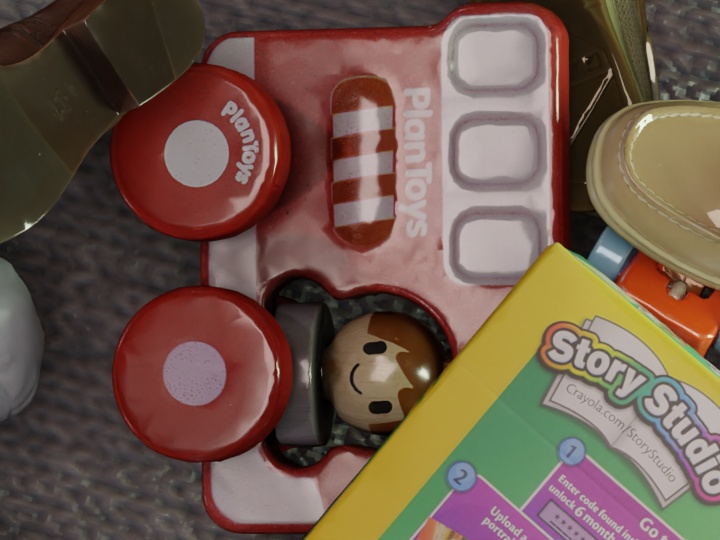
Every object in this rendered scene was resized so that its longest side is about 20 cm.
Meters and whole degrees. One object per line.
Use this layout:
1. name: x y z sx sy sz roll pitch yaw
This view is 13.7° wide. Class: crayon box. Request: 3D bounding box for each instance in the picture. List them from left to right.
1. crayon box: 0.090 0.119 1.028 0.200 0.058 0.173 41 93 15

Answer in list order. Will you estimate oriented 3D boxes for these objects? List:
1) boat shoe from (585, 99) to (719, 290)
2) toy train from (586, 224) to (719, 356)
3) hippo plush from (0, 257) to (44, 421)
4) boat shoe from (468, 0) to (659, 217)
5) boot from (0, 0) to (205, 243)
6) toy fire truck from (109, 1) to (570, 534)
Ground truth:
1. boat shoe: 0.182 -0.021 1.086 0.200 0.065 0.072 18 72 -8
2. toy train: 0.184 0.025 1.142 0.200 0.056 0.150 27 47 4
3. hippo plush: -0.178 0.076 1.157 0.159 0.200 0.161 41 63 -13
4. boat shoe: 0.079 -0.118 1.188 0.073 0.063 0.201 -19 78 19
5. boot: -0.171 -0.038 1.102 0.186 0.200 0.064 -33 102 -38
6. toy fire truck: 0.000 0.000 1.140 0.168 0.112 0.200 -2 87 13
